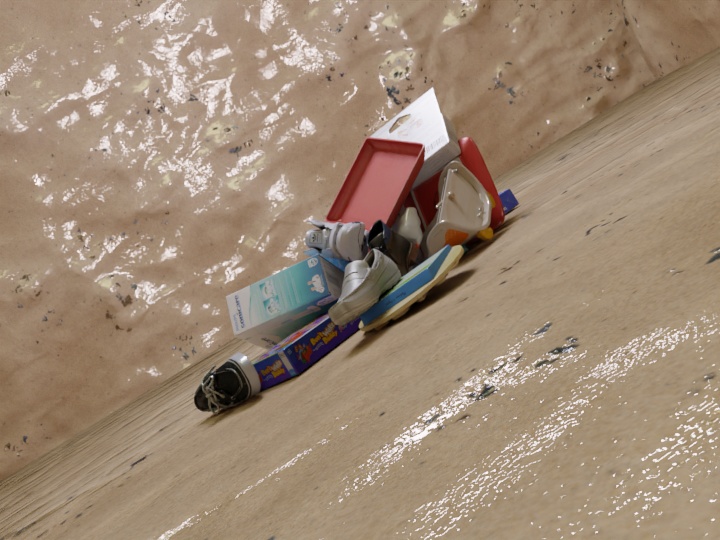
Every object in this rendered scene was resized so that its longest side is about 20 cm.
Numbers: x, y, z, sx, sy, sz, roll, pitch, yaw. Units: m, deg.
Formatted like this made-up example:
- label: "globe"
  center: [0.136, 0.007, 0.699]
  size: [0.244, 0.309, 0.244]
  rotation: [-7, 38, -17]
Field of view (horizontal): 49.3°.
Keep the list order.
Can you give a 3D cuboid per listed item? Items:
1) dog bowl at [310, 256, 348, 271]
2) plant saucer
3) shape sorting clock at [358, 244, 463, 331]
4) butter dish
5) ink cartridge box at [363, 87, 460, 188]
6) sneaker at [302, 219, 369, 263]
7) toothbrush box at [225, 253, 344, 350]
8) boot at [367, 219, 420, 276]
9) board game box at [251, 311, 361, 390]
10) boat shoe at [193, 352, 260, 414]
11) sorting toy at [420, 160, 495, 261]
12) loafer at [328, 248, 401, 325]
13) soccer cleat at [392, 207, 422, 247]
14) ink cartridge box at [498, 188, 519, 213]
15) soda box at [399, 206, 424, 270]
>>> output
- label: "dog bowl"
  center: [0.000, 0.000, 1.553]
  size: [0.199, 0.050, 0.111]
  rotation: [1, -11, -20]
- label: "plant saucer"
  center: [0.034, -0.163, 1.551]
  size: [0.199, 0.037, 0.200]
  rotation: [20, 81, 54]
- label: "shape sorting clock"
  center: [0.078, 0.029, 1.199]
  size: [0.200, 0.039, 0.200]
  rotation: [-37, 2, 2]
- label: "butter dish"
  center: [0.207, -0.134, 1.589]
  size: [0.199, 0.200, 0.148]
  rotation: [-32, -22, 32]
- label: "ink cartridge box"
  center: [0.101, -0.251, 1.603]
  size: [0.200, 0.045, 0.177]
  rotation: [-34, 43, 28]
- label: "sneaker"
  center: [-0.049, -0.052, 1.398]
  size: [0.115, 0.075, 0.200]
  rotation: [7, -1, 7]
- label: "toothbrush box"
  center: [-0.121, 0.065, 1.439]
  size: [0.200, 0.085, 0.146]
  rotation: [-26, -26, 16]
- label: "boot"
  center: [0.040, -0.011, 1.372]
  size: [0.075, 0.097, 0.200]
  rotation: [-39, 15, 29]
- label: "board game box"
  center: [-0.087, 0.120, 1.289]
  size: [0.134, 0.045, 0.200]
  rotation: [-29, 4, 44]
- label: "boat shoe"
  center: [-0.221, 0.186, 1.249]
  size: [0.068, 0.074, 0.199]
  rotation: [-30, 1, -32]
- label: "sorting toy"
  center: [0.155, -0.069, 1.456]
  size: [0.180, 0.107, 0.200]
  rotation: [-50, 15, 39]
- label: "loafer"
  center: [-0.002, 0.022, 1.173]
  size: [0.070, 0.070, 0.200]
  rotation: [-36, 2, 27]
- label: "soccer cleat"
  center: [0.084, -0.069, 1.550]
  size: [0.069, 0.078, 0.200]
  rotation: [6, -11, -9]
- label: "ink cartridge box"
  center: [0.273, -0.128, 1.794]
  size: [0.094, 0.044, 0.200]
  rotation: [-34, 4, -16]
- label: "soda box"
  center: [0.072, -0.090, 1.681]
  size: [0.068, 0.200, 0.063]
  rotation: [-34, 3, -29]
